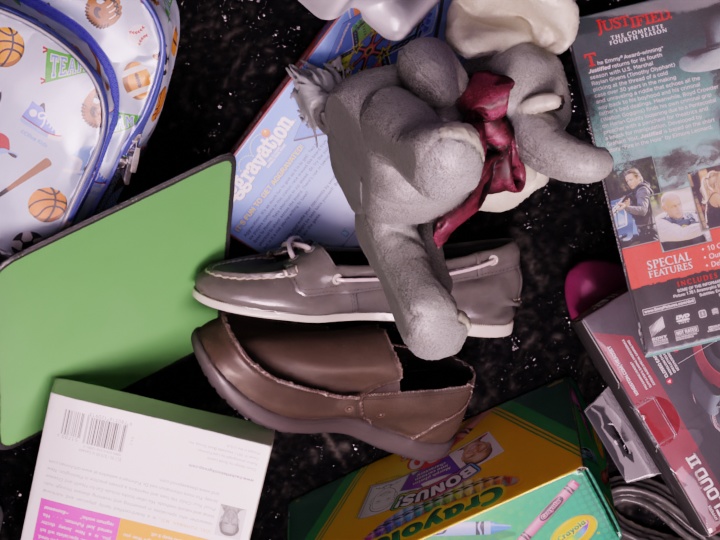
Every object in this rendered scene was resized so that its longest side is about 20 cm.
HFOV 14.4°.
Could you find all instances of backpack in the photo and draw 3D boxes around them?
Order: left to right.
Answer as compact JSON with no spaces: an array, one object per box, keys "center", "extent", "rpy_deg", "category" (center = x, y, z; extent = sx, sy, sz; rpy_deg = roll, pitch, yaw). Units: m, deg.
[{"center":[-0.197,-0.110,1.594],"extent":[0.199,0.154,0.191],"rpy_deg":[26,101,-10],"category":"backpack"}]

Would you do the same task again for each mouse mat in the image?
[{"center":[-0.143,0.020,1.636],"extent":[0.160,0.008,0.200],"rpy_deg":[-27,153,-22],"category":"mouse mat"}]

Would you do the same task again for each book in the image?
[{"center":[-0.137,0.174,1.675],"extent":[0.133,0.048,0.201],"rpy_deg":[14,108,-2],"category":"book"}]

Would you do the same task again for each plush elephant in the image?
[{"center":[0.066,-0.073,1.596],"extent":[0.154,0.200,0.165],"rpy_deg":[-16,131,-18],"category":"plush elephant"}]

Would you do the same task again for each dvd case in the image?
[{"center":[0.209,-0.063,1.624],"extent":[0.145,0.022,0.201],"rpy_deg":[-14,82,1],"category":"dvd case"}]

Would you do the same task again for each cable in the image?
[{"center":[0.244,0.176,1.802],"extent":[0.199,0.050,0.097],"rpy_deg":[14,132,6],"category":"cable"}]

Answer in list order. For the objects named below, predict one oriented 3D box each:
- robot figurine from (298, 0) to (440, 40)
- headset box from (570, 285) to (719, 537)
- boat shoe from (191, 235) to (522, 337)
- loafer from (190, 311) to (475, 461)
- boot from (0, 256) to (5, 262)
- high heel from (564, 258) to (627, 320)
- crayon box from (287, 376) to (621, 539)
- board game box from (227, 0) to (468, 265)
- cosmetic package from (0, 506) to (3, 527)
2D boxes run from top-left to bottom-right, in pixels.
[{"center":[-0.029,-0.217,1.548],"extent":[0.200,0.113,0.170],"rpy_deg":[42,133,-2],"category":"robot figurine"},{"center":[0.228,0.051,1.662],"extent":[0.199,0.075,0.149],"rpy_deg":[-32,89,-2],"category":"headset box"},{"center":[0.000,0.000,1.674],"extent":[0.199,0.067,0.057],"rpy_deg":[5,103,-16],"category":"boat shoe"},{"center":[-0.013,0.054,1.688],"extent":[0.199,0.073,0.071],"rpy_deg":[15,122,-39],"category":"loafer"},{"center":[-0.317,-0.026,1.651],"extent":[0.163,0.198,0.073],"rpy_deg":[49,143,8],"category":"boot"},{"center":[0.195,0.078,1.711],"extent":[0.067,0.096,0.200],"rpy_deg":[-41,109,17],"category":"high heel"},{"center":[0.055,0.152,1.731],"extent":[0.199,0.119,0.058],"rpy_deg":[-25,113,10],"category":"crayon box"},{"center":[-0.002,-0.086,1.674],"extent":[0.103,0.019,0.200],"rpy_deg":[33,110,-17],"category":"board game box"},{"center":[-0.316,0.110,1.732],"extent":[0.101,0.074,0.200],"rpy_deg":[-28,111,11],"category":"cosmetic package"}]
